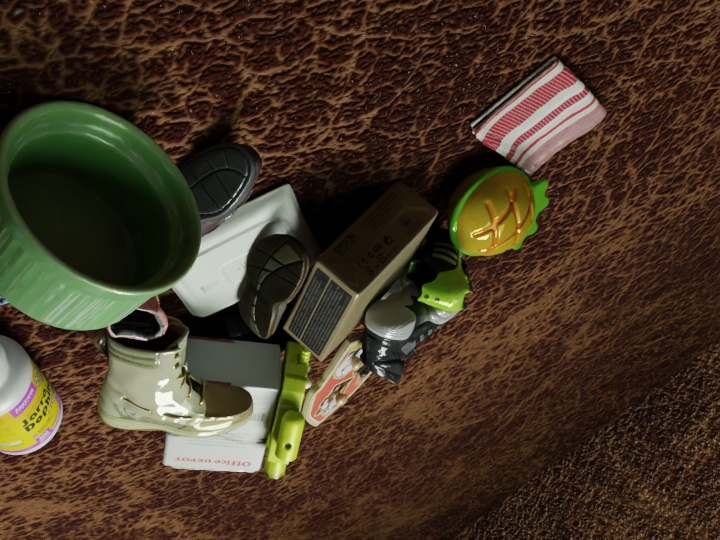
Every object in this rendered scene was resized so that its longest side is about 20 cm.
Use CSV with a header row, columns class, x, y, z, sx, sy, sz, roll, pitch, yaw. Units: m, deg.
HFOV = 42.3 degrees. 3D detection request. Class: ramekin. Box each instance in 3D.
class,x,y,z,sx,sy,sz,roll,pitch,yaw
ramekin,-0.254,-0.044,0.848,0.199,0.201,0.098,3,148,-48

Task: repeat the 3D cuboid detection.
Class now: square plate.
class,x,y,z,sx,sy,sz,roll,pitch,yaw
square plate,-0.153,-0.013,1.192,0.197,0.029,0.200,-28,154,-3

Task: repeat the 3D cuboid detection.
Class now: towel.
class,x,y,z,sx,sy,sz,roll,pitch,yaw
towel,0.243,-0.201,1.246,0.144,0.023,0.200,-39,152,19

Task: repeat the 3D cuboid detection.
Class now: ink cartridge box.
class,x,y,z,sx,sy,sz,roll,pitch,yaw
ink cartridge box,0.000,0.000,1.224,0.200,0.075,0.165,-46,171,-40
ink cartridge box,-0.199,0.193,1.322,0.144,0.084,0.201,6,134,-12

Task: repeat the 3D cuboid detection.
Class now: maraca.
class,x,y,z,sx,sy,sz,roll,pitch,yaw
maraca,0.198,-0.082,1.316,0.199,0.107,0.138,-1,123,-44

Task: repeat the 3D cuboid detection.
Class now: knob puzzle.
class,x,y,z,sx,sy,sz,roll,pitch,yaw
knob puzzle,-0.014,0.164,1.378,0.220,0.030,0.220,-43,162,-18

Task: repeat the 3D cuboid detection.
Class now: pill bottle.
class,x,y,z,sx,sy,sz,roll,pitch,yaw
pill bottle,-0.433,0.143,1.113,0.104,0.105,0.200,-22,154,-11

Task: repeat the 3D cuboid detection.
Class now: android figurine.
class,x,y,z,sx,sy,sz,roll,pitch,yaw
android figurine,-0.099,0.184,1.306,0.041,0.182,0.202,12,109,-7

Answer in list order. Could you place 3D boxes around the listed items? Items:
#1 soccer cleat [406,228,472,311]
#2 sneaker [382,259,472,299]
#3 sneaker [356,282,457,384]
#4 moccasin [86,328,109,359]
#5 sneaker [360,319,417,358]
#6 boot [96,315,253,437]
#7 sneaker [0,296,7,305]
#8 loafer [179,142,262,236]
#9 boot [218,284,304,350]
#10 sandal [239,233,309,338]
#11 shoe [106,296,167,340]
class,x,y,z,sx,sy,sz,roll,pitch,yaw
soccer cleat,0.104,-0.010,1.317,0.080,0.200,0.068,13,116,-11
sneaker,0.097,0.013,1.405,0.115,0.076,0.200,-23,171,36
sneaker,0.062,0.088,1.297,0.199,0.075,0.115,-16,134,-51
moccasin,-0.303,0.098,1.208,0.074,0.078,0.202,-43,151,-4
sneaker,0.042,0.089,1.476,0.077,0.113,0.200,-31,154,7
boot,-0.219,0.130,1.150,0.198,0.072,0.155,5,130,-17
sneaker,-0.408,0.041,0.965,0.199,0.090,0.079,-20,154,-17
loafer,-0.173,-0.077,1.026,0.200,0.072,0.063,-37,173,31
boot,-0.129,0.106,1.385,0.161,0.074,0.199,-15,146,-22
sandal,-0.103,0.017,1.181,0.054,0.082,0.201,-31,158,-34
shoe,-0.277,0.007,1.021,0.071,0.091,0.200,-29,149,5
